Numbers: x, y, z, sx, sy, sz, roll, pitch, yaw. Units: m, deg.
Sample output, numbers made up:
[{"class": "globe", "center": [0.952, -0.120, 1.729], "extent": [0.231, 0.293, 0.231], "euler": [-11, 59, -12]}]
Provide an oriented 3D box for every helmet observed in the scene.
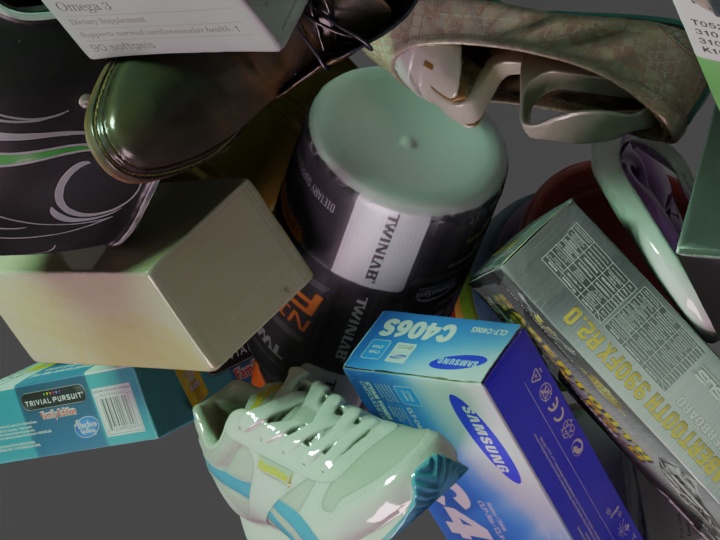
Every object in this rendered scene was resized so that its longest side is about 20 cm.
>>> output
[{"class": "helmet", "center": [-0.185, -0.109, 1.402], "extent": [0.190, 0.201, 0.200], "euler": [16, 159, -16]}]

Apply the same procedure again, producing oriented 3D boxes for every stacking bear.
[{"class": "stacking bear", "center": [0.101, 0.020, 1.572], "extent": [0.114, 0.122, 0.200], "euler": [38, 156, -5]}]

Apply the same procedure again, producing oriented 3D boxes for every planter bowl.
[{"class": "planter bowl", "center": [-0.092, -0.074, 1.557], "extent": [0.199, 0.084, 0.201], "euler": [17, 157, 7]}]

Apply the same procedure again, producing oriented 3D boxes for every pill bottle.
[{"class": "pill bottle", "center": [0.000, 0.000, 1.512], "extent": [0.106, 0.107, 0.201], "euler": [20, 133, 0]}]

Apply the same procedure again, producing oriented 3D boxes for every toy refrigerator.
[{"class": "toy refrigerator", "center": [-0.113, 0.005, 1.492], "extent": [0.200, 0.076, 0.070], "euler": [0, 129, 57]}]

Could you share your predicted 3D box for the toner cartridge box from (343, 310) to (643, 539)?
[{"class": "toner cartridge box", "center": [0.077, 0.109, 1.457], "extent": [0.095, 0.043, 0.201], "euler": [4, 135, 43]}]

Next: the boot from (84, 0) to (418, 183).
[{"class": "boot", "center": [-0.040, -0.114, 1.314], "extent": [0.075, 0.200, 0.097], "euler": [53, 141, -9]}]

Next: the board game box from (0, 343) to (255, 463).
[{"class": "board game box", "center": [-0.106, 0.051, 1.709], "extent": [0.150, 0.200, 0.047], "euler": [-11, 100, 44]}]

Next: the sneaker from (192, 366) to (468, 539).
[{"class": "sneaker", "center": [-0.022, 0.094, 1.431], "extent": [0.200, 0.076, 0.081], "euler": [-7, 117, 60]}]

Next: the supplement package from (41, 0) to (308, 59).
[{"class": "supplement package", "center": [-0.104, -0.197, 1.236], "extent": [0.116, 0.118, 0.200], "euler": [1, 144, 38]}]

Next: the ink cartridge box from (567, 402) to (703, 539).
[{"class": "ink cartridge box", "center": [0.172, 0.105, 1.600], "extent": [0.199, 0.085, 0.146], "euler": [-9, 178, -39]}]

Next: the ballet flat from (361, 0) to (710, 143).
[{"class": "ballet flat", "center": [0.072, -0.096, 1.399], "extent": [0.199, 0.063, 0.068], "euler": [7, 153, 29]}]

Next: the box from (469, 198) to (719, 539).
[{"class": "box", "center": [0.141, 0.059, 1.381], "extent": [0.200, 0.048, 0.158], "euler": [47, 176, -1]}]

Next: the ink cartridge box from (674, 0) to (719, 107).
[{"class": "ink cartridge box", "center": [0.194, -0.142, 1.151], "extent": [0.145, 0.085, 0.200], "euler": [7, 154, 27]}]

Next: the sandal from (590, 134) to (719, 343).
[{"class": "sandal", "center": [0.149, -0.033, 1.392], "extent": [0.083, 0.050, 0.203], "euler": [52, -171, -21]}]

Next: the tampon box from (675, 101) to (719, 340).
[{"class": "tampon box", "center": [0.238, -0.019, 1.317], "extent": [0.125, 0.151, 0.200], "euler": [5, 153, 24]}]
